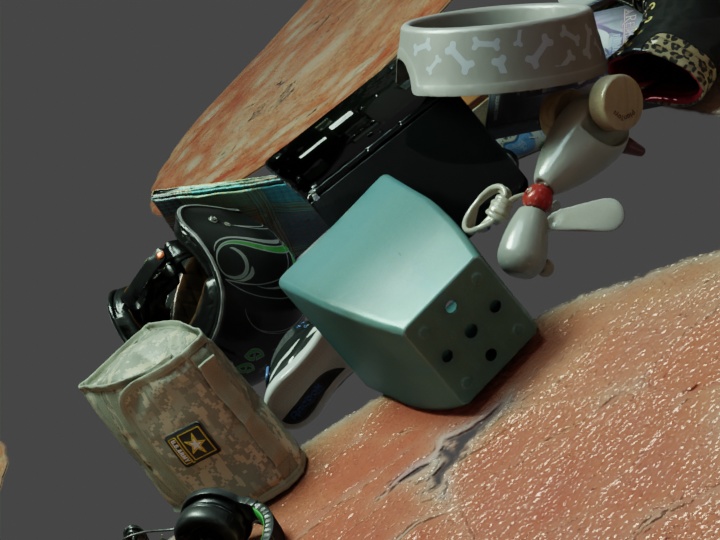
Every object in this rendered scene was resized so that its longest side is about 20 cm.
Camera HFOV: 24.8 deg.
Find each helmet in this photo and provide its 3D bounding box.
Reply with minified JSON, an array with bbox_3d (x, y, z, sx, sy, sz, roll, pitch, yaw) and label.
[{"bbox_3d":[-0.151,0.030,1.731,0.199,0.202,0.190,-34,-19,25],"label":"helmet"}]

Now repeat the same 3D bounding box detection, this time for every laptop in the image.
[{"bbox_3d":[0.031,-0.093,1.566,0.177,0.104,0.200,-38,30,-7],"label":"laptop"}]

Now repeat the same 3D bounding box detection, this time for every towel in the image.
[{"bbox_3d":[-0.116,-0.053,1.810,0.198,0.147,0.022,-6,56,16],"label":"towel"}]

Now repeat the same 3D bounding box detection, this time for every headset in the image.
[{"bbox_3d":[-0.141,0.254,1.420,0.199,0.094,0.124,6,44,48],"label":"headset"}]

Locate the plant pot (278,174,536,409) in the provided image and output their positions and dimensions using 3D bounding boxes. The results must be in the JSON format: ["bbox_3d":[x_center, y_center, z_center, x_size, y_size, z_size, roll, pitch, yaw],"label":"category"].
[{"bbox_3d":[0.053,0.031,1.390,0.141,0.142,0.200,-44,24,-8],"label":"plant pot"}]

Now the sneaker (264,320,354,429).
[{"bbox_3d":[-0.021,0.057,1.581,0.200,0.073,0.112,-42,18,7],"label":"sneaker"}]

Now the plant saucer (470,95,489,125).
[{"bbox_3d":[0.089,-0.131,1.799,0.199,0.036,0.200,-37,3,3],"label":"plant saucer"}]

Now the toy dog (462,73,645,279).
[{"bbox_3d":[0.192,-0.075,1.444,0.201,0.096,0.132,-55,24,3],"label":"toy dog"}]

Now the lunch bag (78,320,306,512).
[{"bbox_3d":[-0.152,0.138,1.520,0.118,0.165,0.199,-43,15,-24],"label":"lunch bag"}]

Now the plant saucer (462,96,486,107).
[{"bbox_3d":[0.176,-0.242,1.840,0.200,0.032,0.200,-37,1,1],"label":"plant saucer"}]

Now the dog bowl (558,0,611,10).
[{"bbox_3d":[0.291,-0.336,1.698,0.198,0.080,0.200,-22,3,1],"label":"dog bowl"}]

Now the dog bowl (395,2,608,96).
[{"bbox_3d":[0.125,-0.203,1.482,0.197,0.059,0.200,-5,14,1],"label":"dog bowl"}]

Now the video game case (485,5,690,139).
[{"bbox_3d":[0.221,-0.197,1.573,0.198,0.019,0.144,-10,45,22],"label":"video game case"}]

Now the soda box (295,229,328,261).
[{"bbox_3d":[0.000,0.000,1.688,0.068,0.064,0.200,-43,17,-12],"label":"soda box"}]

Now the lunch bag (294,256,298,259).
[{"bbox_3d":[-0.170,0.048,1.938,0.150,0.094,0.201,-12,44,55],"label":"lunch bag"}]

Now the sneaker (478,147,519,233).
[{"bbox_3d":[0.092,-0.083,1.681,0.198,0.081,0.115,-14,28,45],"label":"sneaker"}]

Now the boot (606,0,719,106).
[{"bbox_3d":[0.269,-0.232,1.511,0.198,0.074,0.151,22,57,26],"label":"boot"}]

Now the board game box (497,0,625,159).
[{"bbox_3d":[0.211,-0.184,1.668,0.199,0.062,0.200,-21,27,51],"label":"board game box"}]
